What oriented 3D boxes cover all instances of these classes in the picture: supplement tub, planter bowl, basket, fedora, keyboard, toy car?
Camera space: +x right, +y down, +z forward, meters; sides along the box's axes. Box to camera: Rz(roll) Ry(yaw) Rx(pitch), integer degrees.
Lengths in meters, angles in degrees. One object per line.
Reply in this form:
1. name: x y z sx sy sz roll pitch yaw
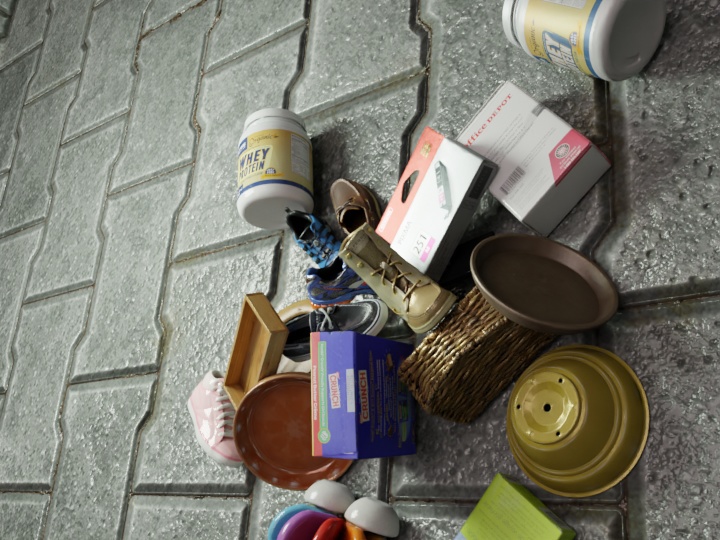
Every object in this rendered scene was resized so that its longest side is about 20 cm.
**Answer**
1. supplement tub: 0.321 -0.367 1.135 0.200 0.145 0.145 35 96 45
2. planter bowl: 0.255 0.182 0.996 0.200 0.083 0.201 -18 61 36
3. basket: 0.139 0.092 1.094 0.200 0.143 0.149 -49 46 17
4. supplement tub: -0.163 -0.194 1.493 0.144 0.144 0.200 -23 58 33
5. fedora: -0.094 0.148 1.324 0.200 0.082 0.201 -19 54 28
6. keyboard: 0.125 0.017 1.191 0.200 0.021 0.127 -26 33 45
7. toy car: -0.053 0.402 1.127 0.200 0.150 0.175 10 79 44

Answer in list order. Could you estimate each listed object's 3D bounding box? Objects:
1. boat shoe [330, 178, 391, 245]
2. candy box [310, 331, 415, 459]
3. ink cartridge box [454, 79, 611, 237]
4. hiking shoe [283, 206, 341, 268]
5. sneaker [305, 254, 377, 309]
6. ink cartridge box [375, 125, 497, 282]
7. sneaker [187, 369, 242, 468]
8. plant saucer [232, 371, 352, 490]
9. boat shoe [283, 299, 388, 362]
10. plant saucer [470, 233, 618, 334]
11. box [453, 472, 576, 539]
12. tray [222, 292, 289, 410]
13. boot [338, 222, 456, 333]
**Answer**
1. boat shoe: -0.007 -0.100 1.365 0.072 0.068 0.200 -45 48 18
2. candy box: 0.008 0.180 1.112 0.077 0.200 0.170 -6 77 25
3. ink cartridge box: 0.245 -0.169 1.158 0.146 0.085 0.200 -50 49 14
4. hiking shoe: -0.071 -0.037 1.381 0.074 0.087 0.200 -54 46 9
5. sneaker: 0.000 0.000 1.270 0.200 0.079 0.075 -26 35 0
6. ink cartridge box: 0.099 -0.110 1.197 0.174 0.043 0.200 40 111 43
7. sneaker: -0.250 0.259 1.418 0.105 0.075 0.200 -57 41 14
8. plant saucer: -0.100 0.252 1.231 0.200 0.200 0.032 -50 7 13
9. boat shoe: -0.053 0.087 1.224 0.200 0.068 0.072 -20 54 27
10. plant saucer: 0.239 0.018 1.028 0.200 0.200 0.030 54 143 41
11. box: 0.173 0.380 1.006 0.122 0.048 0.200 38 98 45
12. tray: -0.171 0.145 1.257 0.099 0.037 0.200 50 134 40
13. boot: 0.046 0.006 1.093 0.073 0.155 0.200 -46 12 -3
